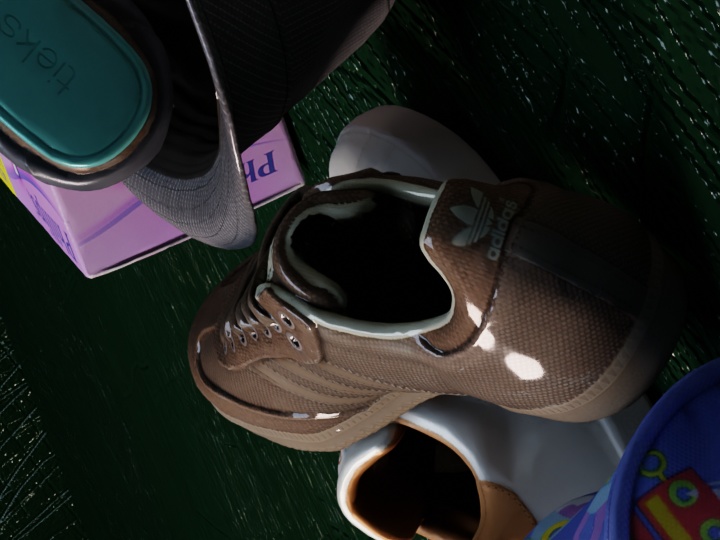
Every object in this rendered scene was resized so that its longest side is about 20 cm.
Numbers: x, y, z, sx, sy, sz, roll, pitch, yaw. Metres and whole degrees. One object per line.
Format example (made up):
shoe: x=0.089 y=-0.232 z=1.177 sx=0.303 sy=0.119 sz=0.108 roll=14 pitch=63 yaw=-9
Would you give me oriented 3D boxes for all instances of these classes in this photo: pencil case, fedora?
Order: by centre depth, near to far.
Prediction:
pencil case: x=0.079 y=0.073 z=0.642 sx=0.078 sy=0.087 sz=0.200 roll=39 pitch=165 yaw=5
fedora: x=-0.045 y=-0.101 z=0.835 sx=0.177 sy=0.090 sz=0.200 roll=66 pitch=162 yaw=-9

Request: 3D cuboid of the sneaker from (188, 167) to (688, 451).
sneaker: x=0.000 y=0.000 z=0.751 sx=0.075 sy=0.071 sz=0.200 roll=32 pitch=158 yaw=-28

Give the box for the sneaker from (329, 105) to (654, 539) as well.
sneaker: x=0.018 y=0.023 z=0.825 sx=0.200 sy=0.084 sz=0.073 roll=-124 pitch=13 yaw=-48

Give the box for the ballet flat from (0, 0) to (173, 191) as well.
ballet flat: x=-0.129 y=-0.099 z=0.775 sx=0.200 sy=0.073 sz=0.073 roll=45 pitch=169 yaw=-3

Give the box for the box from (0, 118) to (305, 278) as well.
box: x=-0.119 y=-0.123 z=1.132 sx=0.201 sy=0.096 sz=0.176 roll=70 pitch=168 yaw=-21
